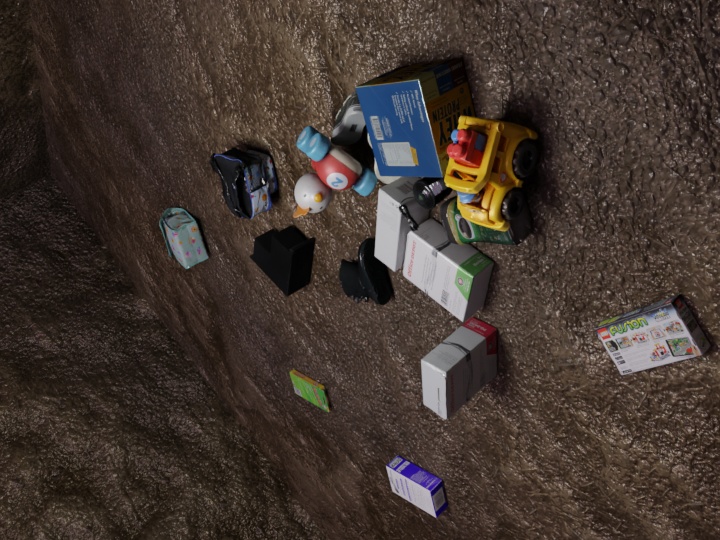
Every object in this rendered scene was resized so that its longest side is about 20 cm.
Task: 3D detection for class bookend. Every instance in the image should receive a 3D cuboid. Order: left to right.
[{"bbox_3d":[-0.242,-0.067,2.333,0.200,0.091,0.202,43,143,26],"label":"bookend"}]

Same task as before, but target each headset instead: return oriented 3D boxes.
[{"bbox_3d":[0.162,-0.163,1.636,0.198,0.123,0.095,-29,96,36],"label":"headset"}]

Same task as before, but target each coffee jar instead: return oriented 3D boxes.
[{"bbox_3d":[0.258,-0.108,1.611,0.198,0.085,0.106,3,121,52],"label":"coffee jar"}]

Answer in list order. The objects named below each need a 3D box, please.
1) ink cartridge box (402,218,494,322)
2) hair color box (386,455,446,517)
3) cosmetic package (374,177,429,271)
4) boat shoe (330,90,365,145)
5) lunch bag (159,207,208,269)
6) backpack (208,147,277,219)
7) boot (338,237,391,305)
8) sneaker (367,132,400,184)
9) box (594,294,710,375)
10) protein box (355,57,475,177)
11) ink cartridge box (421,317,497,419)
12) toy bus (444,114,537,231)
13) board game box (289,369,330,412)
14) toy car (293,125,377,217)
[{"bbox_3d":[0.200,-0.004,1.778,0.199,0.083,0.148,39,143,29],"label":"ink cartridge box"},{"bbox_3d":[0.175,0.671,2.388,0.197,0.064,0.112,16,130,45],"label":"hair color box"},{"bbox_3d":[0.099,-0.113,1.805,0.081,0.112,0.203,37,140,30],"label":"cosmetic package"},{"bbox_3d":[-0.024,-0.360,1.824,0.200,0.069,0.066,140,130,-66],"label":"boat shoe"},{"bbox_3d":[-0.668,-0.127,2.851,0.199,0.120,0.174,33,143,47],"label":"lunch bag"},{"bbox_3d":[-0.336,-0.256,2.255,0.198,0.151,0.196,26,128,49],"label":"backpack"},{"bbox_3d":[0.000,-0.001,2.075,0.161,0.073,0.203,16,129,51],"label":"boot"},{"bbox_3d":[0.063,-0.284,1.763,0.073,0.086,0.202,0,148,10],"label":"sneaker"},{"bbox_3d":[0.547,0.126,1.449,0.112,0.034,0.199,59,148,1],"label":"box"},{"bbox_3d":[0.121,-0.312,1.586,0.198,0.134,0.203,9,123,50],"label":"protein box"},{"bbox_3d":[0.235,0.230,1.813,0.082,0.198,0.148,26,136,39],"label":"ink cartridge box"},{"bbox_3d":[0.223,-0.191,1.441,0.134,0.189,0.205,22,100,42],"label":"toy bus"},{"bbox_3d":[-0.175,0.424,2.704,0.198,0.030,0.098,22,133,48],"label":"board game box"},{"bbox_3d":[-0.094,-0.203,1.835,0.182,0.202,0.177,31,-173,-26],"label":"toy car"}]
